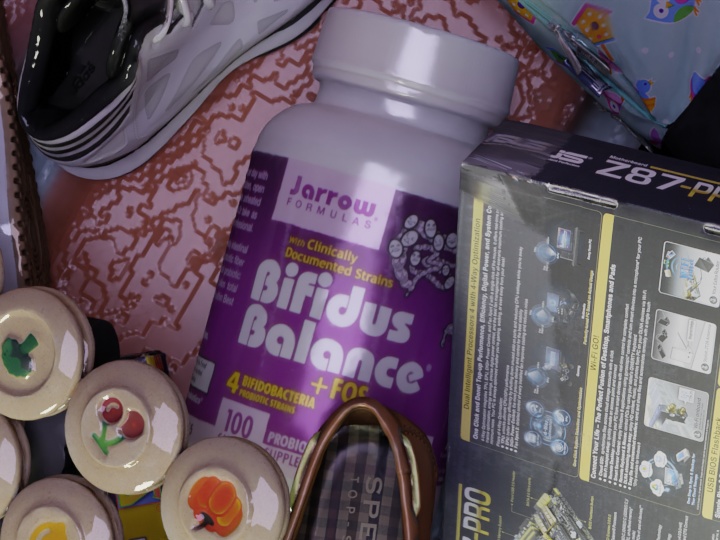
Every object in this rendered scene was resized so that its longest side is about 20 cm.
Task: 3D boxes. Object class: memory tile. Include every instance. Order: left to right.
[{"bbox_3d":[-0.131,0.087,0.919,0.200,0.017,0.154,36,102,20],"label":"memory tile"}]

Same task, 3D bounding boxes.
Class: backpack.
[{"bbox_3d":[0.117,-0.149,0.984,0.200,0.127,0.167,41,95,6],"label":"backpack"}]

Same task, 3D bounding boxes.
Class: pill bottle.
[{"bbox_3d":[0.000,0.000,0.997,0.112,0.112,0.201,15,91,4],"label":"pill bottle"}]

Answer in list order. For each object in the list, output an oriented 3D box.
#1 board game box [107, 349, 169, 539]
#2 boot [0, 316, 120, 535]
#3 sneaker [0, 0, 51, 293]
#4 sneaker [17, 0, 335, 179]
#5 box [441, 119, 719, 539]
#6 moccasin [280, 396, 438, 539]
[{"bbox_3d":[-0.148,0.146,1.034,0.164,0.057,0.201,-9,88,2],"label":"board game box"},{"bbox_3d":[-0.179,0.108,0.983,0.137,0.077,0.201,10,86,14],"label":"boot"},{"bbox_3d":[-0.196,-0.049,1.030,0.108,0.070,0.201,-11,82,-1],"label":"sneaker"},{"bbox_3d":[-0.063,-0.118,1.000,0.076,0.115,0.201,42,92,3],"label":"sneaker"},{"bbox_3d":[0.112,0.057,0.919,0.160,0.049,0.201,14,121,22],"label":"box"},{"bbox_3d":[-0.006,0.147,0.882,0.073,0.078,0.203,10,76,12],"label":"moccasin"}]
